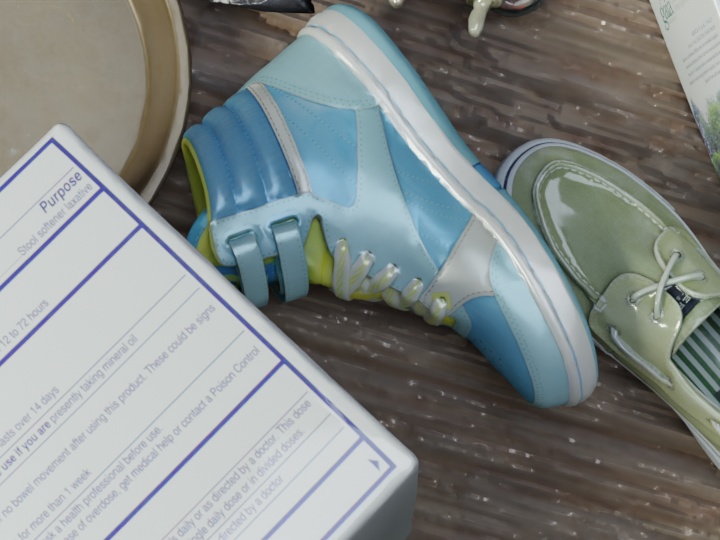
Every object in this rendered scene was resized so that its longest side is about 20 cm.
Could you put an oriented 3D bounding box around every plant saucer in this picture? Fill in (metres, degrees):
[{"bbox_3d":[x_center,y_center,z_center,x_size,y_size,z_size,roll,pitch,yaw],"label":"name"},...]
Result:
[{"bbox_3d":[-0.171,-0.083,1.095,0.199,0.029,0.201,2,81,-10],"label":"plant saucer"}]

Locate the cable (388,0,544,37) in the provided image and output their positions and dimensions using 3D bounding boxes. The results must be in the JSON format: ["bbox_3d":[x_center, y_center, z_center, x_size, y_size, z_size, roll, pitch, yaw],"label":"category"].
[{"bbox_3d":[0.064,-0.195,1.142,0.097,0.050,0.201,24,80,-7],"label":"cable"}]

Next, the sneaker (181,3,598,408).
[{"bbox_3d":[0.000,0.000,1.090,0.130,0.080,0.200,-35,79,-15],"label":"sneaker"}]

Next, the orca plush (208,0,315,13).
[{"bbox_3d":[-0.018,-0.210,1.121,0.071,0.105,0.201,5,84,-45],"label":"orca plush"}]

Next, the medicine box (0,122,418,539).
[{"bbox_3d":[-0.108,0.082,0.998,0.200,0.103,0.182,43,77,12],"label":"medicine box"}]

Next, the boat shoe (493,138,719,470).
[{"bbox_3d":[0.138,0.017,1.118,0.200,0.062,0.072,45,77,0],"label":"boat shoe"}]

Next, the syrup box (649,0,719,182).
[{"bbox_3d":[0.202,-0.056,1.132,0.081,0.079,0.201,-19,85,-12],"label":"syrup box"}]
